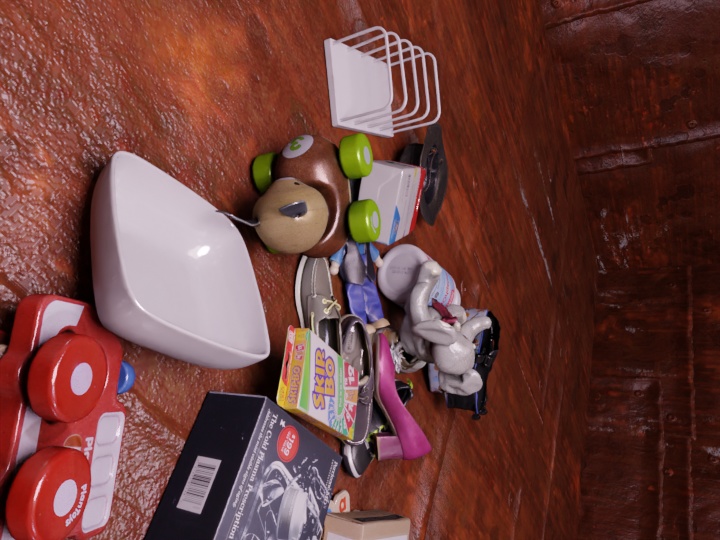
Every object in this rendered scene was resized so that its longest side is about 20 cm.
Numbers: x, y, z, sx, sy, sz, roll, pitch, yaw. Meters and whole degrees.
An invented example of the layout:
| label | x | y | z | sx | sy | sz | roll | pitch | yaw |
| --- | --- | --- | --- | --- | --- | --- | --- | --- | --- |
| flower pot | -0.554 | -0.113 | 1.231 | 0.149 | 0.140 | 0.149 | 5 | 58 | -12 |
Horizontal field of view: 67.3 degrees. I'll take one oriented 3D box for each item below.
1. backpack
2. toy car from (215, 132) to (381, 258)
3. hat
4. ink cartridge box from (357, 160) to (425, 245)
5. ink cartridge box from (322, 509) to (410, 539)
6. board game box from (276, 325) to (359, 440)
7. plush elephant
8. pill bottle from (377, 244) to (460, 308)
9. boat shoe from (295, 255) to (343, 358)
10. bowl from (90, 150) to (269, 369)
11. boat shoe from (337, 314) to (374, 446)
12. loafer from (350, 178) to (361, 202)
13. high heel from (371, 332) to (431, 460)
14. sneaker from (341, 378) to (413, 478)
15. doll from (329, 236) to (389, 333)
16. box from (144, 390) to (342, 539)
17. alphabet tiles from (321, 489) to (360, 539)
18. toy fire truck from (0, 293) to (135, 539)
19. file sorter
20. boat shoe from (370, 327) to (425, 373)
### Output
| label | x | y | z | sx | sy | sz | roll | pitch | yaw |
| --- | --- | --- | --- | --- | --- | --- | --- | --- | --- |
| backpack | 0.223 | 0.178 | 1.157 | 0.192 | 0.150 | 0.205 | -55 | 150 | -44 |
| toy car | -0.084 | -0.086 | 0.658 | 0.199 | 0.159 | 0.163 | -25 | 108 | -67 |
| hat | 0.116 | -0.191 | 1.086 | 0.200 | 0.078 | 0.208 | 6 | 90 | -68 |
| ink cartridge box | 0.054 | -0.120 | 0.911 | 0.200 | 0.065 | 0.120 | -31 | 134 | -70 |
| ink cartridge box | 0.002 | 0.484 | 0.827 | 0.164 | 0.073 | 0.207 | 30 | 64 | -55 |
| board game box | -0.049 | 0.152 | 0.707 | 0.200 | 0.029 | 0.098 | 49 | 41 | -54 |
| plush elephant | 0.141 | 0.107 | 0.891 | 0.200 | 0.153 | 0.167 | -47 | 128 | -24 |
| pill bottle | 0.122 | 0.034 | 1.056 | 0.199 | 0.106 | 0.112 | 32 | 61 | -52 |
| boat shoe | -0.057 | 0.073 | 0.811 | 0.071 | 0.059 | 0.209 | 4 | 83 | -57 |
| bowl | -0.188 | 0.005 | 0.546 | 0.199 | 0.074 | 0.204 | 36 | 28 | -53 |
| boat shoe | -0.012 | 0.172 | 0.842 | 0.065 | 0.069 | 0.208 | 156 | -65 | -79 |
| loafer | -0.026 | -0.131 | 0.885 | 0.199 | 0.071 | 0.075 | -36 | 131 | -48 |
| high heel | 0.064 | 0.202 | 0.874 | 0.093 | 0.067 | 0.208 | -3 | 95 | -13 |
| sneaker | 0.036 | 0.257 | 0.919 | 0.073 | 0.081 | 0.202 | 63 | 39 | -30 |
| doll | 0.000 | 0.000 | 0.920 | 0.135 | 0.048 | 0.207 | -16 | 94 | -49 |
| box | -0.129 | 0.278 | 0.636 | 0.183 | 0.101 | 0.205 | 52 | 46 | -43 |
| alphabet tiles | -0.051 | 0.454 | 0.824 | 0.198 | 0.014 | 0.203 | -6 | 94 | -58 |
| toy fire truck | -0.259 | 0.130 | 0.463 | 0.168 | 0.108 | 0.207 | 57 | 36 | -75 |
| file sorter | 0.045 | -0.329 | 0.957 | 0.198 | 0.121 | 0.144 | -11 | 95 | -57 |
| boat shoe | 0.086 | 0.154 | 1.023 | 0.198 | 0.067 | 0.077 | 25 | 67 | -54 |
